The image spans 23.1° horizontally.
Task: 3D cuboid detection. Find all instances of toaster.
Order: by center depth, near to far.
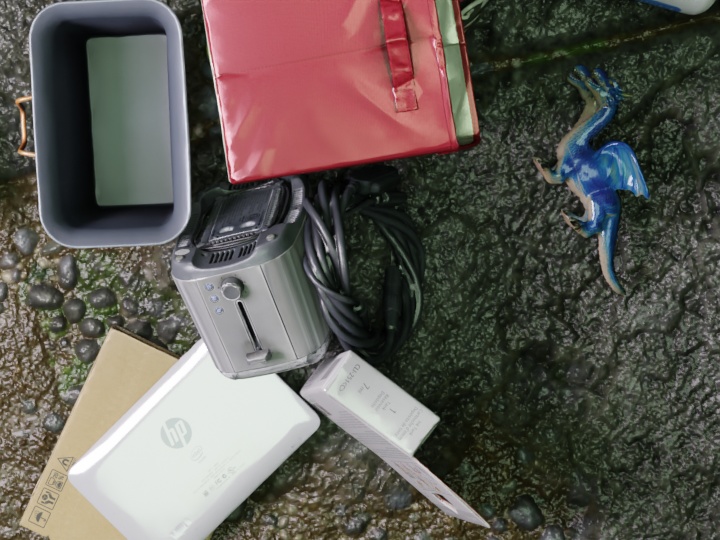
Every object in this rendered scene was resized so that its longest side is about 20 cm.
[{"bbox_3d":[-0.084,0.001,1.486,0.113,0.200,0.129,-12,116,11],"label":"toaster"}]

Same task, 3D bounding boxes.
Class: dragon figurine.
[{"bbox_3d":[0.216,-0.079,1.529,0.099,0.059,0.200,-28,94,4],"label":"dragon figurine"}]

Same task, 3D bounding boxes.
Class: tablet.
[{"bbox_3d":[-0.148,0.157,1.559,0.200,0.014,0.130,-44,95,4],"label":"tablet"}]

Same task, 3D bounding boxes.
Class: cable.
[{"bbox_3d":[0.000,0.000,1.480,0.051,0.200,0.164,-2,103,22],"label":"cable"}]

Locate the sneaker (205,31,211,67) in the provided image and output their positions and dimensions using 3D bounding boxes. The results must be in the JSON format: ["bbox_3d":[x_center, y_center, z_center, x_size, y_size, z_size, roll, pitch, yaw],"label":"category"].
[{"bbox_3d":[-0.068,-0.254,1.510,0.081,0.074,0.200,31,97,-6],"label":"sneaker"}]

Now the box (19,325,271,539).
[{"bbox_3d":[-0.191,0.173,1.579,0.163,0.021,0.200,26,95,-3],"label":"box"}]

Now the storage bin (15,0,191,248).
[{"bbox_3d":[-0.211,-0.124,1.493,0.145,0.134,0.200,-3,95,1],"label":"storage bin"}]

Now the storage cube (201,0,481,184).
[{"bbox_3d":[-0.012,-0.166,1.388,0.179,0.200,0.171,-9,95,9],"label":"storage cube"}]

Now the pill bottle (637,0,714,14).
[{"bbox_3d":[0.253,-0.279,1.483,0.200,0.112,0.112,15,96,-2],"label":"pill bottle"}]

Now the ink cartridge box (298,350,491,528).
[{"bbox_3d":[0.035,0.140,1.483,0.176,0.200,0.045,38,82,-3],"label":"ink cartridge box"}]

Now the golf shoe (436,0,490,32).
[{"bbox_3d":[0.061,-0.223,1.504,0.077,0.088,0.200,39,96,-5],"label":"golf shoe"}]
